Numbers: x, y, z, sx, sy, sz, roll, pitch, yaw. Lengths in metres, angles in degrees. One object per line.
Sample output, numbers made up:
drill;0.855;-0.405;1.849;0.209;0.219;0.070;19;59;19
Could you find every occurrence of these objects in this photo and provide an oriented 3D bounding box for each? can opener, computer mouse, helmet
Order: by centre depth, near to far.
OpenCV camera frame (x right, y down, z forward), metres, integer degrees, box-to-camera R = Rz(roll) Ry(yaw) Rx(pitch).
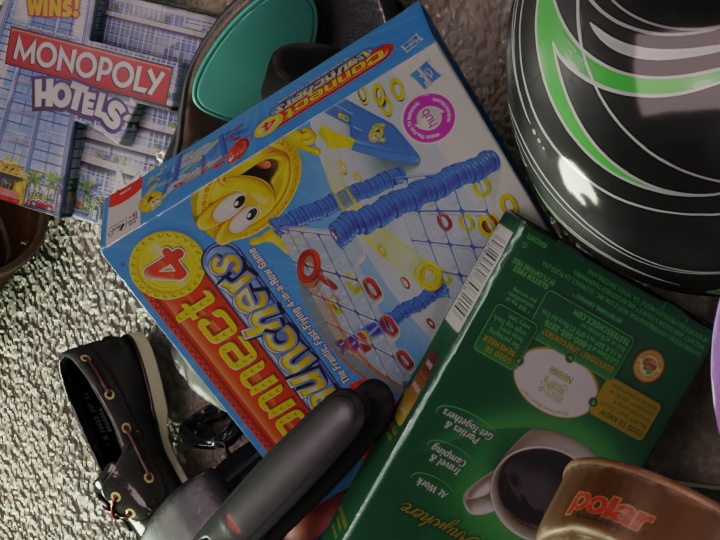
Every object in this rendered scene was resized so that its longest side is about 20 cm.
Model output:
helmet;0.159;-0.091;0.658;0.188;0.199;0.203;13;99;29
can opener;-0.054;0.123;0.730;0.079;0.063;0.200;49;124;8
computer mouse;-0.076;0.121;0.873;0.058;0.200;0.034;-38;108;-6

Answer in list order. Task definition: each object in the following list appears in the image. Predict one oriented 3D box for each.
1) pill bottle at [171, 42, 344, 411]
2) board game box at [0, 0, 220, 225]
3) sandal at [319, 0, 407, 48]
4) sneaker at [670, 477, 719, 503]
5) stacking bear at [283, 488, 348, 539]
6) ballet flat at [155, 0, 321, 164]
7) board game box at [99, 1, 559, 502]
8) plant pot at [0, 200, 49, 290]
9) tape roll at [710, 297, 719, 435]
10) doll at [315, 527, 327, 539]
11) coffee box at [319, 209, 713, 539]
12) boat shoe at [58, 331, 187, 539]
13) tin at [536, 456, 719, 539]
pill bottle;-0.036;-0.022;0.826;0.111;0.111;0.202;36;123;30
board game box;-0.171;-0.135;0.952;0.197;0.062;0.203;16;101;23
sandal;0.017;-0.118;0.855;0.076;0.043;0.202;-38;79;38
sneaker;0.144;0.143;0.732;0.198;0.089;0.068;-8;88;36
stacking bear;-0.008;0.212;0.841;0.112;0.121;0.203;-11;76;30
ballet flat;-0.083;-0.095;0.872;0.073;0.073;0.202;38;114;29
board game box;0.000;0.000;0.744;0.194;0.201;0.056;-31;28;10
plant pot;-0.359;-0.001;1.046;0.201;0.199;0.199;53;126;23
tape roll;0.233;0.033;0.524;0.197;0.066;0.203;7;108;23
doll;0.034;0.138;0.784;0.136;0.049;0.201;29;72;30
coffee box;0.075;0.086;0.707;0.202;0.122;0.044;-62;14;5
boat shoe;-0.150;0.142;0.955;0.074;0.062;0.204;-41;65;55
tin;0.146;0.147;0.603;0.111;0.200;0.042;17;65;48
